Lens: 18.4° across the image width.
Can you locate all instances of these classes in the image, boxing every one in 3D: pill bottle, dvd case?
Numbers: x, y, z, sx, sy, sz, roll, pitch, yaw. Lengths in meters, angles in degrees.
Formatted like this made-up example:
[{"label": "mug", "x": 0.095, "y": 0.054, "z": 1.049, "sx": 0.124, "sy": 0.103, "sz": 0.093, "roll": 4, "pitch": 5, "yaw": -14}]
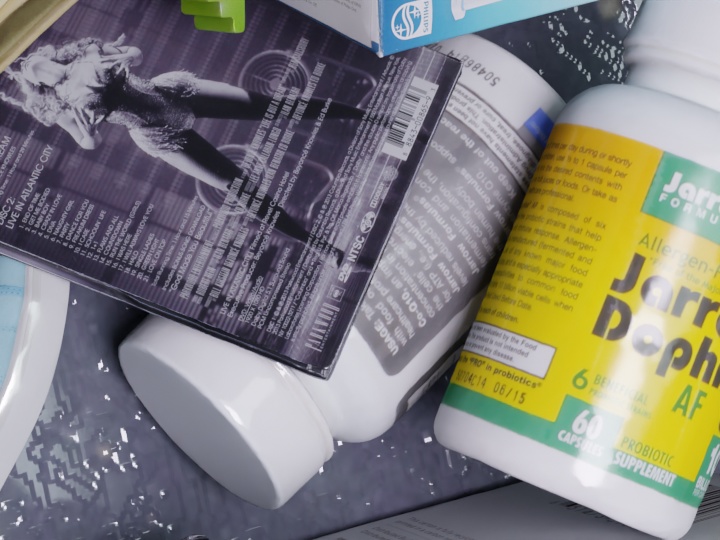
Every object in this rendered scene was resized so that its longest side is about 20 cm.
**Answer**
[{"label": "pill bottle", "x": 0.115, "y": -0.004, "z": 0.888, "sx": 0.112, "sy": 0.113, "sz": 0.201, "roll": 24, "pitch": 87, "yaw": -24}, {"label": "dvd case", "x": -0.077, "y": -0.056, "z": 0.897, "sx": 0.199, "sy": 0.016, "sz": 0.149, "roll": 21, "pitch": 67, "yaw": 6}, {"label": "pill bottle", "x": 0.000, "y": 0.000, "z": 0.946, "sx": 0.200, "sy": 0.114, "sz": 0.114, "roll": -43, "pitch": 107, "yaw": -20}]

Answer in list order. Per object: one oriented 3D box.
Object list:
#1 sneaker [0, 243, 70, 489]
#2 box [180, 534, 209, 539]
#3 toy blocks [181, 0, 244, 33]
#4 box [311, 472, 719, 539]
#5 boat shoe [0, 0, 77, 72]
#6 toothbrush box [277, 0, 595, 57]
[{"label": "sneaker", "x": -0.180, "y": 0.057, "z": 0.880, "sx": 0.082, "sy": 0.074, "sz": 0.201, "roll": 27, "pitch": 78, "yaw": -28}, {"label": "box", "x": -0.087, "y": 0.224, "z": 0.880, "sx": 0.143, "sy": 0.036, "sz": 0.201, "roll": -26, "pitch": 78, "yaw": 1}, {"label": "toy blocks", "x": -0.112, "y": -0.182, "z": 0.805, "sx": 0.136, "sy": 0.100, "sz": 0.201, "roll": -12, "pitch": 107, "yaw": -41}, {"label": "box", "x": 0.098, "y": 0.172, "z": 0.942, "sx": 0.199, "sy": 0.199, "sz": 0.131, "roll": -13, "pitch": 98, "yaw": -25}, {"label": "boat shoe", "x": -0.145, "y": -0.093, "z": 0.865, "sx": 0.063, "sy": 0.073, "sz": 0.201, "roll": 33, "pitch": 58, "yaw": -3}, {"label": "toothbrush box", "x": 0.049, "y": -0.166, "z": 0.904, "sx": 0.199, "sy": 0.146, "sz": 0.086, "roll": -16, "pitch": 120, "yaw": -29}]
